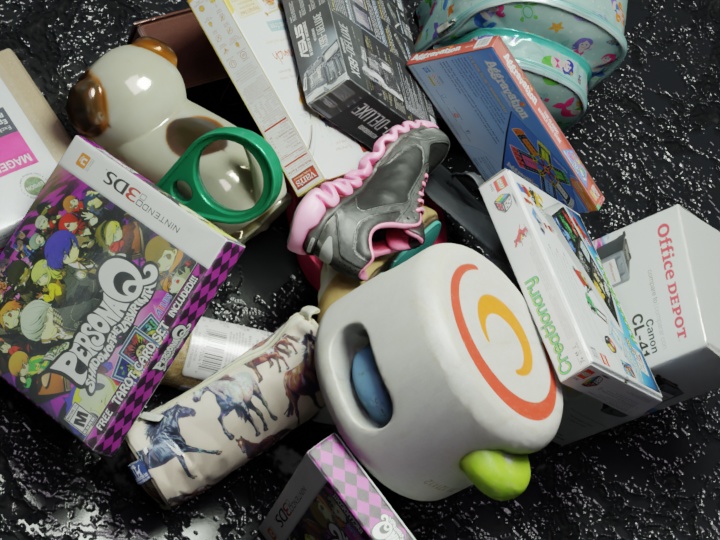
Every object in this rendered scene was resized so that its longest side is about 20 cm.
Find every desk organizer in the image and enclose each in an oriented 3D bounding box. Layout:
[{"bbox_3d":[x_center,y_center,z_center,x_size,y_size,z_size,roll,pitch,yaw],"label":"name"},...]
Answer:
[{"bbox_3d":[-0.115,-0.206,1.815,0.200,0.072,0.077,-19,72,-27],"label":"desk organizer"}]

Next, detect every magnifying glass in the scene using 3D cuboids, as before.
[{"bbox_3d":[-0.152,-0.065,1.607,0.022,0.200,0.080,-44,115,-58],"label":"magnifying glass"}]

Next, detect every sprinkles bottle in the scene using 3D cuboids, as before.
[{"bbox_3d":[-0.103,0.080,1.660,0.200,0.068,0.068,14,58,-12],"label":"sprinkles bottle"}]

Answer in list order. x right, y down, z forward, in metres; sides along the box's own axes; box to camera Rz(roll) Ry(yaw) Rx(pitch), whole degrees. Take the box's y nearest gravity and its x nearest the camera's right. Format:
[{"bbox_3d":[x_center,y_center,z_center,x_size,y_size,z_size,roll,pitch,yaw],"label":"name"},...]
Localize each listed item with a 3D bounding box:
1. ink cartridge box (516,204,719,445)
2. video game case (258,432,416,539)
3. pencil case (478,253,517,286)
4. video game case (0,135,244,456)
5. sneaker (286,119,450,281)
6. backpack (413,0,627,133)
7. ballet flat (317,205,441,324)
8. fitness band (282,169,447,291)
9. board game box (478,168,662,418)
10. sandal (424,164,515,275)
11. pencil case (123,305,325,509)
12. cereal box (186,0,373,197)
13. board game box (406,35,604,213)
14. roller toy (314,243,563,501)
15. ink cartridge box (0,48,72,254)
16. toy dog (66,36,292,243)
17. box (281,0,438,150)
[{"bbox_3d":[0.228,0.050,1.712,0.086,0.200,0.148,27,47,-45],"label":"ink cartridge box"},{"bbox_3d":[0.006,0.246,1.538,0.036,0.181,0.200,-31,76,-27],"label":"video game case"},{"bbox_3d":[0.071,0.078,1.696,0.083,0.091,0.200,23,64,-9],"label":"pencil case"},{"bbox_3d":[-0.215,0.018,1.568,0.181,0.036,0.200,34,92,28],"label":"video game case"},{"bbox_3d":[0.027,-0.055,1.678,0.095,0.079,0.200,34,50,19],"label":"sneaker"},{"bbox_3d":[0.152,-0.214,1.822,0.177,0.200,0.151,21,54,-22],"label":"backpack"},{"bbox_3d":[0.000,0.000,1.702,0.063,0.069,0.200,31,42,12],"label":"ballet flat"},{"bbox_3d":[0.003,-0.053,1.794,0.143,0.037,0.200,-4,63,-19],"label":"fitness band"},{"bbox_3d":[0.175,0.019,1.620,0.126,0.035,0.200,27,35,-50],"label":"board game box"},{"bbox_3d":[0.125,-0.044,1.745,0.200,0.043,0.076,45,13,36],"label":"sandal"},{"bbox_3d":[-0.102,0.111,1.588,0.200,0.089,0.078,-33,33,-4],"label":"pencil case"},{"bbox_3d":[-0.061,-0.168,1.726,0.200,0.040,0.144,60,26,2],"label":"cereal box"},{"bbox_3d":[0.134,-0.127,1.782,0.200,0.103,0.019,54,51,-28],"label":"board game box"},{"bbox_3d":[0.058,0.082,1.537,0.182,0.140,0.200,49,29,-20],"label":"roller toy"},{"bbox_3d":[-0.348,-0.080,1.659,0.200,0.075,0.165,-27,73,-30],"label":"ink cartridge box"},{"bbox_3d":[-0.168,-0.101,1.672,0.140,0.194,0.200,-42,88,-20],"label":"toy dog"},{"bbox_3d":[-0.005,-0.208,1.764,0.158,0.050,0.200,30,39,-50],"label":"box"}]
